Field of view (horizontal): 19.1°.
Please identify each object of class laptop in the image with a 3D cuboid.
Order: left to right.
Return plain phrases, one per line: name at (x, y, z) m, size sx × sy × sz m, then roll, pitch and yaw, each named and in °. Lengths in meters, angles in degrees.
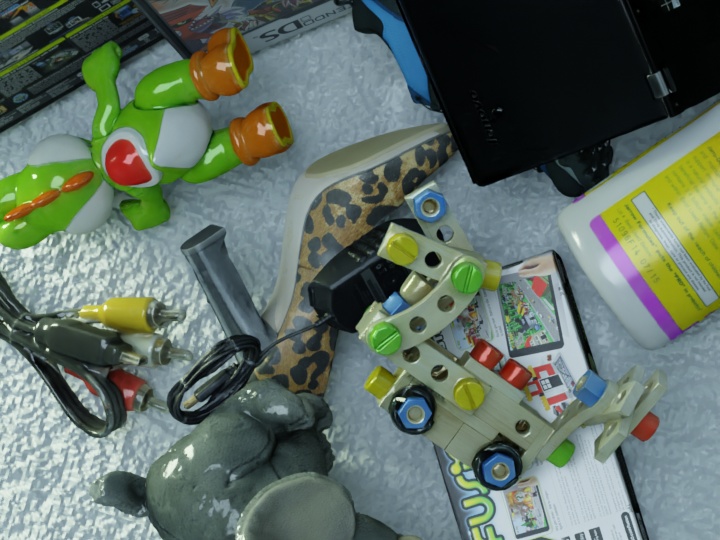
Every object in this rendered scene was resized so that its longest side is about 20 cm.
laptop at (0.138, -0.179, 1.278) m, size 0.200 × 0.116 × 0.187 m, roll -28°, pitch 99°, yaw -28°

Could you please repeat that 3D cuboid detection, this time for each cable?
cable at (-0.205, 0.045, 1.417) m, size 0.200 × 0.050 × 0.097 m, roll 19°, pitch 106°, yaw 27°

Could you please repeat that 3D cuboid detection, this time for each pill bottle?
pill bottle at (0.225, -0.047, 1.278) m, size 0.200 × 0.104 × 0.104 m, roll -35°, pitch 77°, yaw 8°

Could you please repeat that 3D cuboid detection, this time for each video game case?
video game case at (-0.058, -0.202, 1.316) m, size 0.181 × 0.200 × 0.026 m, roll -21°, pitch 65°, yaw 11°

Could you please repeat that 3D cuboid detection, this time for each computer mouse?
computer mouse at (-0.035, 0.028, 1.313) m, size 0.200 × 0.059 × 0.034 m, roll -31°, pitch 47°, yaw -6°

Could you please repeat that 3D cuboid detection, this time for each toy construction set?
toy construction set at (0.080, 0.053, 1.265) m, size 0.200 × 0.092 × 0.131 m, roll 36°, pitch 95°, yaw 6°

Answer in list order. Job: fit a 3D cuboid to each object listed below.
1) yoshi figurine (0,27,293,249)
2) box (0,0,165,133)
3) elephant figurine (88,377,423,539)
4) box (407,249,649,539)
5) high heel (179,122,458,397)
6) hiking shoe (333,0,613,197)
yoshi figurine at (-0.148, -0.079, 1.376) m, size 0.200 × 0.112 × 0.112 m, roll -25°, pitch 62°, yaw 11°
box at (-0.229, -0.157, 1.370) m, size 0.200 × 0.160 × 0.044 m, roll -29°, pitch 66°, yaw 10°
elephant figurine at (-0.031, 0.169, 1.270) m, size 0.155 × 0.142 × 0.200 m, roll -42°, pitch 52°, yaw 7°
box at (0.100, 0.098, 1.327) m, size 0.110 × 0.035 × 0.200 m, roll -18°, pitch 80°, yaw 11°
high heel at (0.000, 0.000, 1.366) m, size 0.200 × 0.071 × 0.143 m, roll -29°, pitch 106°, yaw -8°
hiking shoe at (0.078, -0.121, 1.342) m, size 0.200 × 0.074 × 0.087 m, roll 51°, pitch 129°, yaw -2°
